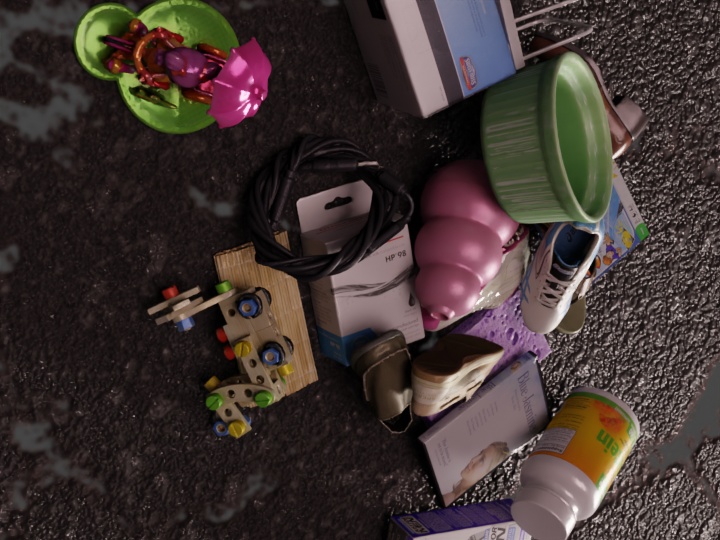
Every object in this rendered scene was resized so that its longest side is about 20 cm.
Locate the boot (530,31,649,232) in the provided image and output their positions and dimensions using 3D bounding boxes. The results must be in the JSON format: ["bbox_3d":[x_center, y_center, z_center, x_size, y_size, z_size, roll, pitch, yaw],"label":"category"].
[{"bbox_3d":[0.234,-0.177,1.721,0.188,0.068,0.200,44,89,-10],"label":"boot"}]

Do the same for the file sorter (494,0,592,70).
[{"bbox_3d":[0.180,-0.358,1.601,0.124,0.139,0.200,-22,113,-15],"label":"file sorter"}]

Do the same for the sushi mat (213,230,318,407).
[{"bbox_3d":[-0.111,0.059,1.616,0.096,0.012,0.200,-20,111,-25],"label":"sushi mat"}]

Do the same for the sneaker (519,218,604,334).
[{"bbox_3d":[0.245,0.002,1.694,0.072,0.072,0.200,23,124,6],"label":"sneaker"}]

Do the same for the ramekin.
[{"bbox_3d":[0.218,-0.149,1.594,0.200,0.098,0.200,24,62,-58],"label":"ramekin"}]

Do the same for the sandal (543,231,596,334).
[{"bbox_3d":[0.271,-0.013,1.756,0.080,0.057,0.201,-5,105,-29],"label":"sandal"}]

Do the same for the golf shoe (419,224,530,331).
[{"bbox_3d":[0.152,0.024,1.722,0.200,0.075,0.092,-40,129,-25],"label":"golf shoe"}]

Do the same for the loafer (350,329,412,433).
[{"bbox_3d":[0.039,0.137,1.634,0.075,0.070,0.200,-29,152,-7],"label":"loafer"}]

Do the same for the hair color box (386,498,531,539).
[{"bbox_3d":[0.128,0.373,1.796,0.200,0.065,0.109,-2,111,-30],"label":"hair color box"}]

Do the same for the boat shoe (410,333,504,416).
[{"bbox_3d":[0.115,0.127,1.668,0.200,0.072,0.065,-22,127,-61],"label":"boat shoe"}]

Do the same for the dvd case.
[{"bbox_3d":[0.167,0.211,1.792,0.200,0.018,0.143,-36,134,-18],"label":"dvd case"}]

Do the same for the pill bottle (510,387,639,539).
[{"bbox_3d":[0.281,0.261,1.806,0.200,0.111,0.111,-51,123,-34],"label":"pill bottle"}]

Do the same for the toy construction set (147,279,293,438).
[{"bbox_3d":[-0.152,0.090,1.557,0.131,0.092,0.200,-23,110,17],"label":"toy construction set"}]

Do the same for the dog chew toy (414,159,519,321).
[{"bbox_3d":[0.121,-0.033,1.638,0.125,0.125,0.200,33,62,-32],"label":"dog chew toy"}]

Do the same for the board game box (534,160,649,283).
[{"bbox_3d":[0.291,-0.088,1.804,0.135,0.034,0.200,-40,119,-15],"label":"board game box"}]

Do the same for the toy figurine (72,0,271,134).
[{"bbox_3d":[-0.177,-0.214,1.410,0.200,0.184,0.150,18,93,-32],"label":"toy figurine"}]

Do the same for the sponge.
[{"bbox_3d":[0.151,0.122,1.777,0.200,0.030,0.112,-38,118,-18],"label":"sponge"}]

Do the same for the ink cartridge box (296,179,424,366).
[{"bbox_3d":[0.000,0.000,1.635,0.116,0.067,0.200,-19,111,-24],"label":"ink cartridge box"}]

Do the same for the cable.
[{"bbox_3d":[-0.047,-0.073,1.556,0.200,0.051,0.163,-37,80,-23],"label":"cable"}]

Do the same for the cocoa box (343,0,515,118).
[{"bbox_3d":[0.070,-0.298,1.558,0.131,0.133,0.200,-27,113,-15],"label":"cocoa box"}]
